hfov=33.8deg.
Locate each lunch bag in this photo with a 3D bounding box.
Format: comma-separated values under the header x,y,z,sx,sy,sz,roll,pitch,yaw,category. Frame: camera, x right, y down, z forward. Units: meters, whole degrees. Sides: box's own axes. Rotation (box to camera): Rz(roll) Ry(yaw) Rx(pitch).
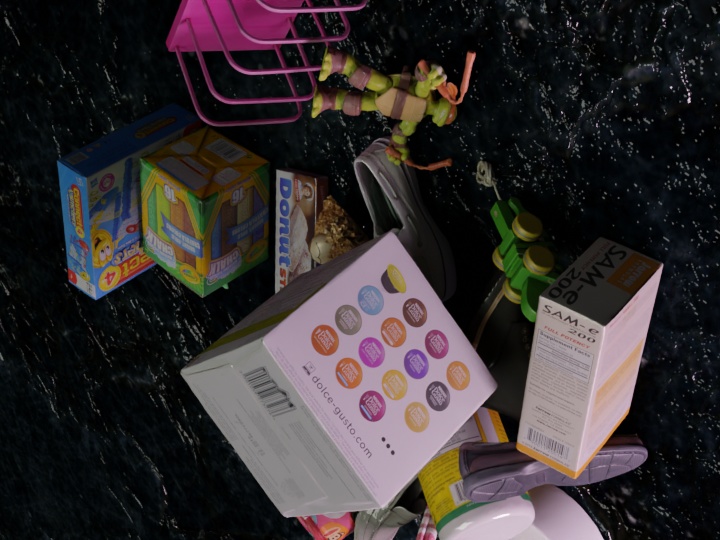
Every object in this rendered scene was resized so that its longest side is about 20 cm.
x,y,z,sx,sy,sz,roll,pitch,yaw,category
-0.067,0.274,1.622,0.201,0.082,0.176,58,-178,11,lunch bag

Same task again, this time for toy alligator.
x,y,z,sx,sy,sz,roll,pitch,yaw,category
0.165,-0.033,1.187,0.059,0.054,0.201,119,148,-45,toy alligator

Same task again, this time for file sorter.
x,y,z,sx,sy,sz,roll,pitch,yaw,category
-0.098,-0.257,1.246,0.200,0.138,0.126,-53,52,51,file sorter

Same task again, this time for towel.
x,y,z,sx,sy,sz,roll,pitch,yaw,category
0.086,0.309,1.431,0.030,0.201,0.147,17,132,7,towel

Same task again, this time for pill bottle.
x,y,z,sx,sy,sz,roll,pitch,yaw,category
0.114,0.206,1.344,0.113,0.112,0.201,-59,43,49,pill bottle

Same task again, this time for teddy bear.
x,y,z,sx,sy,sz,roll,pitch,yaw,category
0.000,0.000,1.355,0.200,0.067,0.145,49,-179,23,teddy bear

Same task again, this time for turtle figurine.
x,y,z,sx,sy,sz,roll,pitch,yaw,category
0.036,-0.184,1.215,0.160,0.065,0.200,14,151,-5,turtle figurine

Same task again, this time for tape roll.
x,y,z,sx,sy,sz,roll,pitch,yaw,category
0.199,0.343,1.425,0.202,0.071,0.204,28,134,33,tape roll

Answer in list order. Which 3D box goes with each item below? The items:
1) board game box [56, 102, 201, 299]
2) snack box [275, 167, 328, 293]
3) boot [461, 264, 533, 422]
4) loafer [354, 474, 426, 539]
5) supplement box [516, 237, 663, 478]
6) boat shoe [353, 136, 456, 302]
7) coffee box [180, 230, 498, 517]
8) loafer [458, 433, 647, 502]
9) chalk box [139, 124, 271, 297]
x,y,z,sx,sy,sz,roll,pitch,yaw,category
-0.296,-0.092,1.558,0.056,0.200,0.197,30,136,27,board game box
-0.074,-0.022,1.465,0.072,0.024,0.202,16,111,41,snack box
0.182,0.073,1.274,0.138,0.078,0.201,26,121,1,boot
0.047,0.297,1.515,0.070,0.070,0.201,35,120,30,loafer
0.223,0.086,1.170,0.073,0.126,0.201,25,132,27,supplement box
0.042,-0.047,1.327,0.073,0.067,0.201,-10,108,50,boat shoe
-0.023,0.111,1.223,0.200,0.198,0.200,55,147,-7,coffee box
0.200,0.191,1.252,0.072,0.198,0.063,85,173,-53,loafer
-0.201,-0.060,1.537,0.124,0.124,0.201,32,135,29,chalk box
